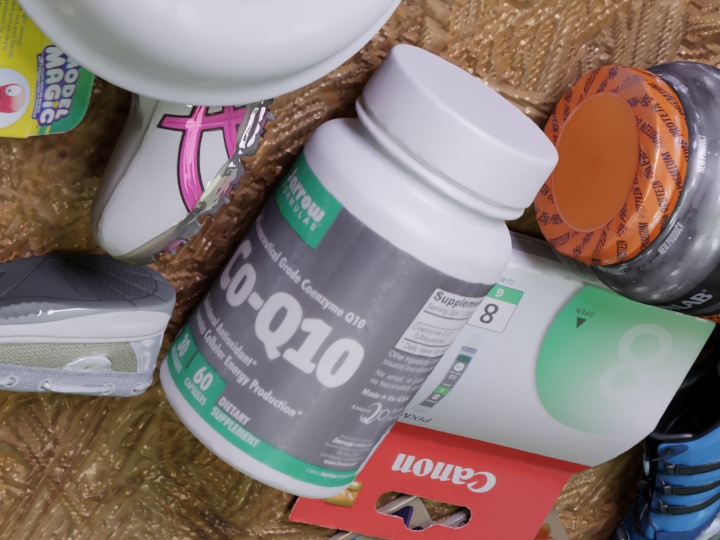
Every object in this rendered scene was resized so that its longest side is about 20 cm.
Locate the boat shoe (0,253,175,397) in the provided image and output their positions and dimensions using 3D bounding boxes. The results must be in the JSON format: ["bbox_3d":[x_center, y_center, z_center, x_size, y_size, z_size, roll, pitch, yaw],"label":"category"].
[{"bbox_3d":[-0.183,0.033,1.009,0.201,0.074,0.065,-4,120,-31],"label":"boat shoe"}]

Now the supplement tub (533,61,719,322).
[{"bbox_3d":[0.193,-0.033,1.105,0.200,0.123,0.123,13,116,-31],"label":"supplement tub"}]

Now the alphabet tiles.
[{"bbox_3d":[0.030,0.195,1.266,0.200,0.008,0.167,-29,130,-4],"label":"alphabet tiles"}]

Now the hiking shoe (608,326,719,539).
[{"bbox_3d":[0.182,0.102,1.227,0.086,0.075,0.200,20,122,-23],"label":"hiking shoe"}]

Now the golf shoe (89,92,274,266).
[{"bbox_3d":[-0.076,-0.099,0.971,0.092,0.073,0.200,26,100,-27],"label":"golf shoe"}]

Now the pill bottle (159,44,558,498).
[{"bbox_3d":[0.000,0.000,1.044,0.113,0.113,0.200,22,111,-35],"label":"pill bottle"}]

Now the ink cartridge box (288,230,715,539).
[{"bbox_3d":[0.073,0.079,1.170,0.161,0.050,0.200,15,113,-28],"label":"ink cartridge box"}]

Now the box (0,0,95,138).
[{"bbox_3d":[-0.202,-0.118,0.910,0.199,0.048,0.118,3,120,-25],"label":"box"}]

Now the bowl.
[{"bbox_3d":[-0.047,-0.163,0.873,0.200,0.090,0.202,-3,98,-20],"label":"bowl"}]
